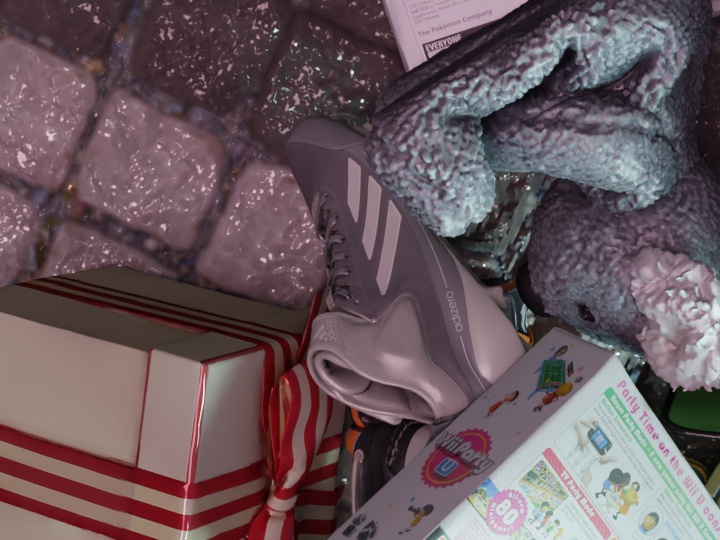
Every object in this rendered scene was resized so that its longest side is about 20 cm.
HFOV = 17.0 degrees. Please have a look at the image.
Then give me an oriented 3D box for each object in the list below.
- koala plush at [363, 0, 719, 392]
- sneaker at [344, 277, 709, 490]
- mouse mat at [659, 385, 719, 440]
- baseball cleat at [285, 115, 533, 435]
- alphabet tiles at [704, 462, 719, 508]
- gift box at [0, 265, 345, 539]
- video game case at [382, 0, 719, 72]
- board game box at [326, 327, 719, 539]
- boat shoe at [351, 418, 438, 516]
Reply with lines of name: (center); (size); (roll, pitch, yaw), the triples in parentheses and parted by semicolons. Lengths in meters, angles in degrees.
koala plush: (0.127, -0.039, 1.204); (0.184, 0.177, 0.200); (-30, 98, 10)
sneaker: (0.096, 0.065, 1.292); (0.200, 0.078, 0.112); (12, 95, 3)
mouse mat: (0.257, 0.060, 1.202); (0.200, 0.161, 0.008); (7, 110, 14)
baseball cleat: (0.000, 0.000, 1.238); (0.200, 0.106, 0.070); (47, 153, 31)
alphabet tiles: (0.241, 0.164, 1.237); (0.166, 0.006, 0.200); (27, 73, 21)
gift box: (-0.100, 0.090, 1.298); (0.187, 0.200, 0.185); (14, 108, 27)
video game case: (0.095, -0.199, 1.266); (0.200, 0.022, 0.182); (-17, 97, 18)
board game box: (0.076, 0.151, 1.183); (0.200, 0.064, 0.148); (-42, 116, -13)
boat shoe: (0.035, 0.175, 1.251); (0.060, 0.076, 0.200); (-1, 90, 43)
